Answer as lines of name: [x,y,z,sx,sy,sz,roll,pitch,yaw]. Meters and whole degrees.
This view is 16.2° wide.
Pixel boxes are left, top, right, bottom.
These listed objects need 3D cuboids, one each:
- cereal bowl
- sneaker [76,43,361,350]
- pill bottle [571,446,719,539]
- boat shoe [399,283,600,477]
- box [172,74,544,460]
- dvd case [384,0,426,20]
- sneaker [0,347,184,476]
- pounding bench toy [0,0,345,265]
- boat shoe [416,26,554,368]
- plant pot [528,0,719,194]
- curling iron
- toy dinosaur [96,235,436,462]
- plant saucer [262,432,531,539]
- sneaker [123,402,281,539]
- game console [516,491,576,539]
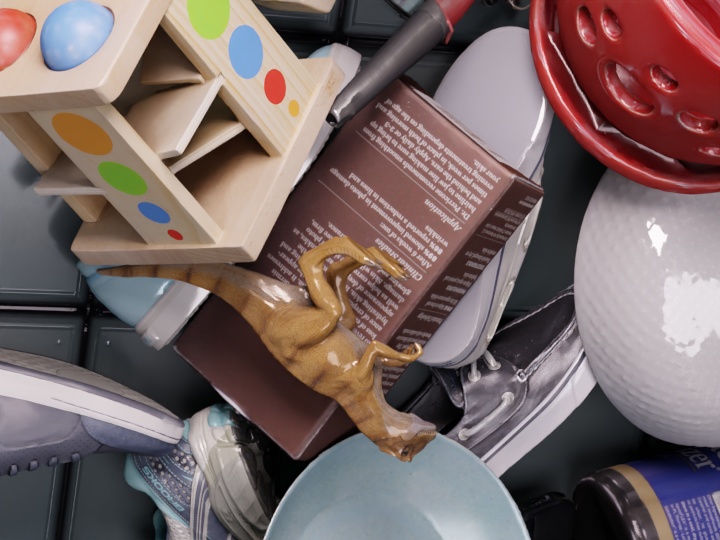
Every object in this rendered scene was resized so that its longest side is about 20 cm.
cereal bowl: [0.225,0.007,1.491,0.200,0.083,0.201,-2,93,-39]
sneaker: [-0.080,-0.057,1.393,0.082,0.074,0.200,38,80,-6]
pill bottle: [0.241,0.158,1.576,0.199,0.112,0.112,-13,113,-18]
boat shoe: [0.071,0.072,1.504,0.200,0.072,0.068,-45,120,7]
box: [0.000,0.000,1.410,0.200,0.100,0.075,-51,162,7]
dvd case: [0.052,-0.204,1.335,0.022,0.200,0.146,36,94,12]
sneaker: [-0.207,0.116,1.391,0.202,0.077,0.147,14,93,-15]
pounding bench toy: [-0.103,-0.129,1.308,0.156,0.124,0.200,50,53,-38]
boat shoe: [0.073,-0.040,1.464,0.070,0.071,0.201,19,82,-68]
plant pot: [0.195,-0.148,1.377,0.200,0.182,0.201,8,67,-20]
curling iron: [0.046,-0.131,1.385,0.200,0.026,0.050,-43,138,-40]
toy dinosaur: [-0.033,0.025,1.334,0.200,0.060,0.106,38,99,-4]
plant saucer: [0.013,0.189,1.434,0.201,0.039,0.202,4,82,-34]
sneaker: [-0.078,0.162,1.484,0.086,0.078,0.200,-13,122,12]
game console: [0.077,0.253,1.509,0.200,0.116,0.176,-17,125,-37]
